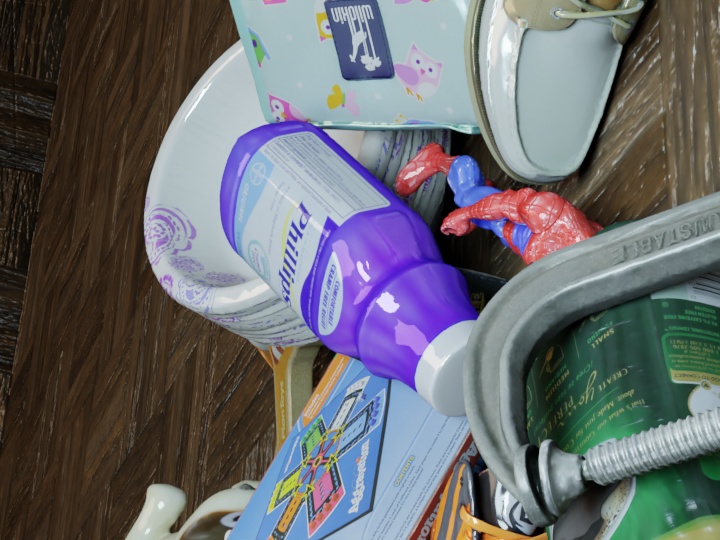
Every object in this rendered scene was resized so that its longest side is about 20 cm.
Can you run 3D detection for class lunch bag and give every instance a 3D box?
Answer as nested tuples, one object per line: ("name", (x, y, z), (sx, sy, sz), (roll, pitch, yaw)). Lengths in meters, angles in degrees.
("lunch bag", (0.024, -0.171, 0.996), (0.170, 0.122, 0.200), (3, 81, 35))

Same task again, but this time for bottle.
("bottle", (0.000, 0.000, 0.945), (0.200, 0.065, 0.084), (45, 136, 42))

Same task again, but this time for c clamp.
("c clamp", (0.118, 0.030, 0.602), (0.200, 0.027, 0.171), (-17, 43, 27))

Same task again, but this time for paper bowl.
("paper bowl", (-0.029, -0.049, 1.128), (0.201, 0.104, 0.201), (-23, 51, 33))

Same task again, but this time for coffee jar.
("coffee jar", (0.112, 0.083, 0.661), (0.104, 0.085, 0.200), (-54, 26, 38))

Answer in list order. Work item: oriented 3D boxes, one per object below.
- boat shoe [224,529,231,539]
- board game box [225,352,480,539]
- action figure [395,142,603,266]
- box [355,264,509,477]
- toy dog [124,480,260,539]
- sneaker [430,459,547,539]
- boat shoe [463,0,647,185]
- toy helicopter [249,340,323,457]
("boat shoe", (-0.058, 0.178, 1.038), (0.074, 0.065, 0.200), (-107, 32, -61))
("board game box", (-0.023, 0.143, 0.914), (0.103, 0.019, 0.200), (21, 75, 41))
("action figure", (0.075, -0.019, 0.895), (0.052, 0.065, 0.200), (-53, 21, -3))
("box", (0.024, 0.112, 1.008), (0.159, 0.046, 0.200), (143, 137, -66))
("toy dog", (-0.095, 0.218, 1.175), (0.200, 0.140, 0.194), (122, 155, -44))
("sneaker", (0.060, 0.143, 0.806), (0.200, 0.078, 0.112), (-149, 71, -73))
("boat shoe", (0.100, -0.138, 0.887), (0.068, 0.075, 0.200), (18, 105, 63))
("toy helicopter", (-0.052, 0.058, 1.269), (0.132, 0.079, 0.200), (164, 105, -65))
